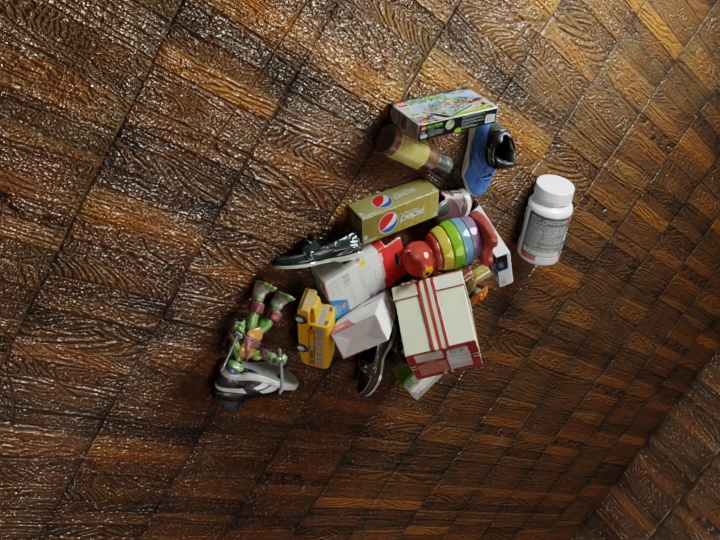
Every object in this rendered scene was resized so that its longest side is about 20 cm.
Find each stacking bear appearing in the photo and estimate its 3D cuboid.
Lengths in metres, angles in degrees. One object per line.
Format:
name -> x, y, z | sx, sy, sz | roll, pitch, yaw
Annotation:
stacking bear -> 0.183, -0.046, 1.643 | 0.196, 0.115, 0.122 | -21, 150, -11

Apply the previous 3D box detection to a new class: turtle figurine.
turtle figurine -> -0.195, 0.133, 1.526 | 0.142, 0.200, 0.198 | 25, 82, -14

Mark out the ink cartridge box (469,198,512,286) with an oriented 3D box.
ink cartridge box -> 0.294, -0.066, 1.747 | 0.038, 0.202, 0.101 | -19, 134, -1

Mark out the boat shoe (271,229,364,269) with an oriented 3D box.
boat shoe -> -0.090, -0.046, 1.548 | 0.194, 0.074, 0.068 | -9, 99, -9

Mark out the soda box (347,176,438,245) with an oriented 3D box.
soda box -> 0.071, -0.129, 1.612 | 0.197, 0.064, 0.069 | -23, 134, -23

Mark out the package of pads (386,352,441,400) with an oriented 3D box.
package of pads -> 0.152, 0.215, 1.847 | 0.154, 0.200, 0.068 | -45, 105, 0

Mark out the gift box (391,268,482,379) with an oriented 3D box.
gift box -> 0.173, 0.104, 1.647 | 0.180, 0.191, 0.201 | -12, 151, 4

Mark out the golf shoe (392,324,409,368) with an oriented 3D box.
golf shoe -> 0.115, 0.180, 1.806 | 0.076, 0.201, 0.089 | 26, 121, -4

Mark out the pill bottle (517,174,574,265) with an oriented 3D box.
pill bottle -> 0.465, -0.126, 1.887 | 0.112, 0.114, 0.204 | -15, 131, -28

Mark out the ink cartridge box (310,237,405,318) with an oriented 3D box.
ink cartridge box -> 0.000, 0.000, 1.652 | 0.197, 0.067, 0.118 | -31, 137, -15

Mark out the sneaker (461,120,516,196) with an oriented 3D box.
sneaker -> 0.286, -0.234, 1.664 | 0.075, 0.111, 0.204 | -18, 132, -25

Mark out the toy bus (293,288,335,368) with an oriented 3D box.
toy bus -> -0.098, 0.128, 1.640 | 0.202, 0.076, 0.066 | 93, 14, -50

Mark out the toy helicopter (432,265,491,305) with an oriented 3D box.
toy helicopter -> 0.277, 0.025, 1.841 | 0.197, 0.132, 0.080 | -27, 135, -19

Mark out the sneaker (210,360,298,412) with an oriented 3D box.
sneaker -> -0.242, 0.263, 1.670 | 0.197, 0.073, 0.113 | 16, 115, -35

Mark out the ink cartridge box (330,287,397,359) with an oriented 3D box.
ink cartridge box -> 0.014, 0.105, 1.672 | 0.115, 0.200, 0.069 | -25, 104, 18

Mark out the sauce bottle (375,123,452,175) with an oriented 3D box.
sauce bottle -> 0.116, -0.242, 1.558 | 0.197, 0.066, 0.067 | 18, 110, -43

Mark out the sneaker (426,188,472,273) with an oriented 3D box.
sneaker -> 0.174, -0.094, 1.724 | 0.113, 0.076, 0.205 | 2, 111, -31

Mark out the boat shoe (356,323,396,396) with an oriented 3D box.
boat shoe -> 0.024, 0.212, 1.837 | 0.059, 0.072, 0.205 | 7, 110, -36

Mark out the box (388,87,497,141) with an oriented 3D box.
box -> 0.165, -0.314, 1.508 | 0.196, 0.110, 0.035 | -18, 132, -27
